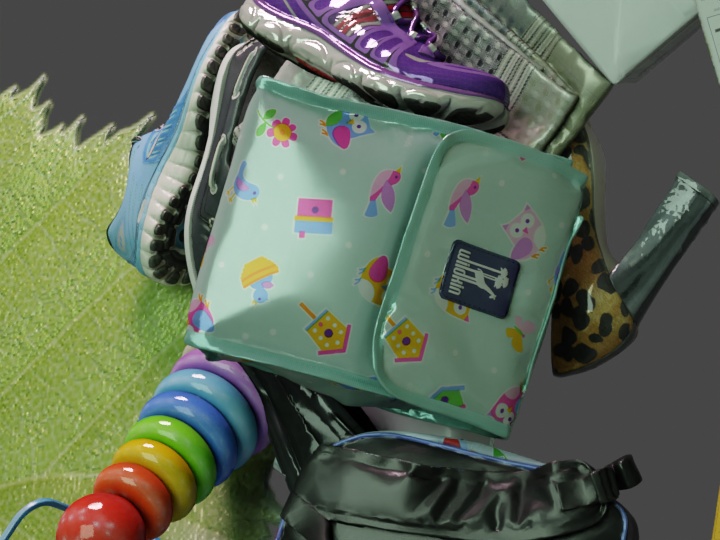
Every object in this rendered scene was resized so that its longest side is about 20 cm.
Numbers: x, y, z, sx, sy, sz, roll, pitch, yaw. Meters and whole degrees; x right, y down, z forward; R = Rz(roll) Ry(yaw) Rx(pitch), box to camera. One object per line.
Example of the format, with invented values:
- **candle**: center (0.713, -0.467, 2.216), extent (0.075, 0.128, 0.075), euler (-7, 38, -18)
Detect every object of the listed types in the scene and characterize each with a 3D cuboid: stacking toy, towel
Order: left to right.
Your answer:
- **stacking toy**: center (-0.121, 0.119, 1.428), extent (0.085, 0.086, 0.200), euler (-3, 29, 34)
- **towel**: center (0.032, -0.100, 1.418), extent (0.200, 0.035, 0.193), euler (-50, 58, 11)

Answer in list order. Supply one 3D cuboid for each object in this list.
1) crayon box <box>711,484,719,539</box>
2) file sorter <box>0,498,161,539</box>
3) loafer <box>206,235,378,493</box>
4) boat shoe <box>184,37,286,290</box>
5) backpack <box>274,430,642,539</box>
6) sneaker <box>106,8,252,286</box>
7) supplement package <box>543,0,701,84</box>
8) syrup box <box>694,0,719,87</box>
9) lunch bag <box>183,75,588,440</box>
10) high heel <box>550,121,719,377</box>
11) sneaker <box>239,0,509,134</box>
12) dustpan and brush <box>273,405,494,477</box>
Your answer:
- **crayon box**: center (0.291, 0.122, 1.224), extent (0.200, 0.058, 0.119), euler (0, 71, 35)
- **file sorter**: center (-0.150, 0.251, 1.434), extent (0.200, 0.123, 0.139), euler (34, 91, 39)
- **loafer**: center (-0.036, 0.053, 1.415), extent (0.070, 0.068, 0.201), euler (-32, 65, 16)
- **boat shoe**: center (-0.071, -0.059, 1.521), extent (0.060, 0.075, 0.201), euler (167, 105, -65)
- **backpack**: center (0.045, 0.178, 1.294), extent (0.190, 0.154, 0.200), euler (20, 79, 10)
- **sneaker**: center (-0.124, -0.093, 1.593), extent (0.090, 0.078, 0.200), euler (16, 78, 44)
- **supplement package**: center (0.155, -0.237, 1.385), extent (0.156, 0.111, 0.200), euler (-40, 85, 14)
- **syrup box**: center (0.238, -0.118, 1.283), extent (0.081, 0.079, 0.200), euler (-17, 96, 13)
- **lunch bag**: center (0.018, -0.004, 1.326), extent (0.199, 0.122, 0.171), euler (15, 82, 11)
- **high heel**: center (0.103, -0.031, 1.409), extent (0.200, 0.071, 0.143), euler (33, 86, 31)
- **sneaker**: center (0.012, -0.144, 1.381), extent (0.200, 0.081, 0.084), euler (31, 91, 31)
- **dustpan and brush**: center (0.048, 0.068, 1.427), extent (0.139, 0.057, 0.200), euler (33, 97, 38)
